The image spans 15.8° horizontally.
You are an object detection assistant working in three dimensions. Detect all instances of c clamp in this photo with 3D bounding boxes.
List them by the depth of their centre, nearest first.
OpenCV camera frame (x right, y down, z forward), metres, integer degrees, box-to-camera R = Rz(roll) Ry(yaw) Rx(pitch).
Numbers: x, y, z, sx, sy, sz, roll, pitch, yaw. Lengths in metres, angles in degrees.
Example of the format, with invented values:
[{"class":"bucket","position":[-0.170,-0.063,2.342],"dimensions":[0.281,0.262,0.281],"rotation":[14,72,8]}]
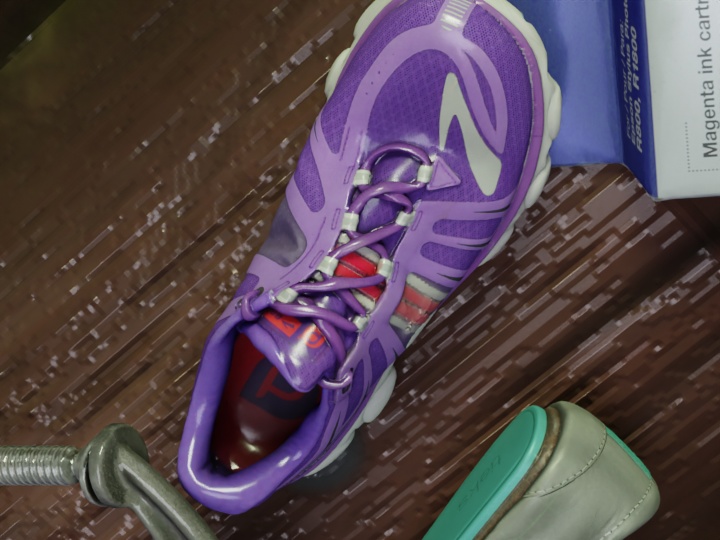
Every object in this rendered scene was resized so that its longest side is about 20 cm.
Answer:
[{"class":"c clamp","position":[-0.128,0.087,0.898],"dimensions":[0.199,0.027,0.171],"rotation":[3,124,30]}]

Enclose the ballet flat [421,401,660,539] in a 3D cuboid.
[{"class":"ballet flat","position":[0.026,0.129,0.908],"dimensions":[0.064,0.067,0.200],"rotation":[37,113,-17]}]

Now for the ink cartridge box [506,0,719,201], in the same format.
[{"class":"ink cartridge box","position":[0.129,-0.120,0.802],"dimensions":[0.199,0.043,0.197],"rotation":[-5,113,8]}]

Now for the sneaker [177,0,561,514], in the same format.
[{"class":"sneaker","position":[0.000,0.000,0.842],"dimensions":[0.080,0.083,0.200],"rotation":[27,113,4]}]
